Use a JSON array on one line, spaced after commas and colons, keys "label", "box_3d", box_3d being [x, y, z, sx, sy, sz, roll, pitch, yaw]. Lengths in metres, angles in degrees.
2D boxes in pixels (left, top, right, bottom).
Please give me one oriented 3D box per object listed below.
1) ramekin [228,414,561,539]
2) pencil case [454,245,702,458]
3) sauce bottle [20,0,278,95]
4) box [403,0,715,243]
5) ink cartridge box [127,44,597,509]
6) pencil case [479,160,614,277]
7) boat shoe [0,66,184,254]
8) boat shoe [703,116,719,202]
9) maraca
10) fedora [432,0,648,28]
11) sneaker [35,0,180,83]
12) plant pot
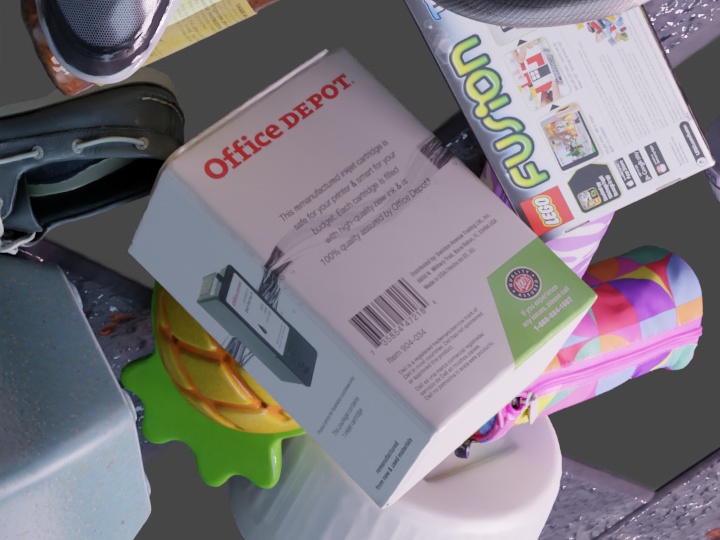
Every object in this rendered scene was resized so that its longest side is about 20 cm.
[{"label": "ramekin", "box_3d": [0.027, 0.122, 1.642, 0.199, 0.201, 0.098, 2, 135, -29]}, {"label": "pencil case", "box_3d": [0.125, 0.046, 1.628, 0.199, 0.089, 0.089, -21, 154, -39]}, {"label": "sauce bottle", "box_3d": [-0.068, -0.152, 1.313, 0.199, 0.066, 0.066, -22, 147, 6]}, {"label": "box", "box_3d": [0.096, -0.119, 1.386, 0.110, 0.035, 0.201, -24, 117, 9]}, {"label": "ink cartridge box", "box_3d": [0.000, 0.000, 1.404, 0.145, 0.200, 0.084, -37, 166, -37]}, {"label": "pencil case", "box_3d": [0.108, -0.059, 1.517, 0.085, 0.084, 0.200, -37, 156, -31]}, {"label": "boat shoe", "box_3d": [-0.185, -0.045, 1.409, 0.199, 0.062, 0.073, -21, 147, 2]}, {"label": "boat shoe", "box_3d": [0.304, -0.085, 1.604, 0.199, 0.074, 0.065, -12, 152, 7]}, {"label": "maraca", "box_3d": [-0.065, 0.043, 1.541, 0.107, 0.137, 0.200, -41, 165, -55]}, {"label": "fedora", "box_3d": [0.094, -0.202, 1.270, 0.199, 0.178, 0.090, -26, 176, 1]}, {"label": "sneaker", "box_3d": [-0.105, -0.175, 1.144, 0.075, 0.114, 0.201, 11, 101, -2]}, {"label": "plant pot", "box_3d": [-0.230, 0.102, 1.495, 0.199, 0.197, 0.196, -23, 148, -12]}]
